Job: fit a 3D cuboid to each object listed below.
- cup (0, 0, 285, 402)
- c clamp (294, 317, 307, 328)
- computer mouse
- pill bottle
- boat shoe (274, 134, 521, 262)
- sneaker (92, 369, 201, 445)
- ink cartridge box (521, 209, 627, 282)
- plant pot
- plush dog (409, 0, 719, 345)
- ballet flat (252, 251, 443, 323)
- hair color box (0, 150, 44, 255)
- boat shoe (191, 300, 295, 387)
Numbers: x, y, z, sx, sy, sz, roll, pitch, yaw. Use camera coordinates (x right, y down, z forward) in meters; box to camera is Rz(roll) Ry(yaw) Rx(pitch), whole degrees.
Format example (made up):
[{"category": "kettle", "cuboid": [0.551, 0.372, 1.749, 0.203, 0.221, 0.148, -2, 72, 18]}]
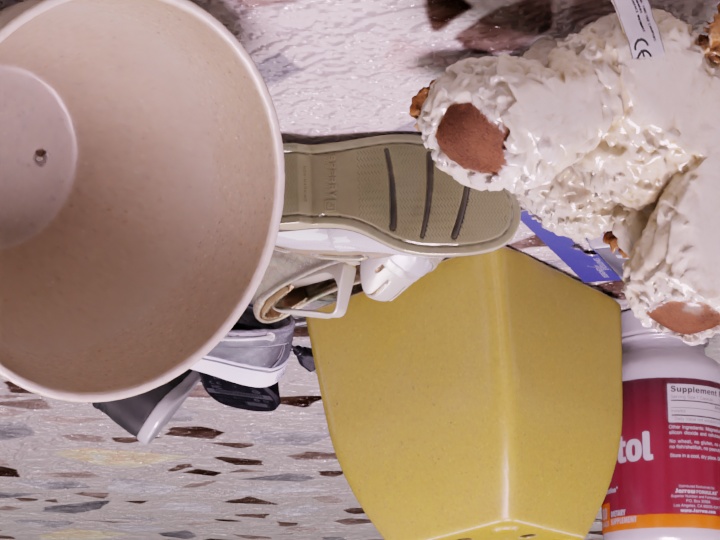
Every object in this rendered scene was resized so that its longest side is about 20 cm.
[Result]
[{"category": "cup", "cuboid": [-0.159, -0.049, 0.794, 0.199, 0.203, 0.143, 16, 180, -42]}, {"category": "c clamp", "cuboid": [0.045, 0.054, 1.360, 0.169, 0.027, 0.200, -9, 160, 12]}, {"category": "computer mouse", "cuboid": [-0.088, 0.075, 1.383, 0.139, 0.047, 0.200, 3, 156, 17]}, {"category": "pill bottle", "cuboid": [0.258, 0.139, 1.322, 0.111, 0.203, 0.113, 0, 163, 0]}, {"category": "boat shoe", "cuboid": [0.000, -0.043, 0.974, 0.197, 0.076, 0.068, 7, 169, 2]}, {"category": "sneaker", "cuboid": [-0.205, 0.096, 1.439, 0.099, 0.071, 0.200, 37, -173, 0]}, {"category": "ink cartridge box", "cuboid": [0.232, -0.010, 1.113, 0.198, 0.048, 0.197, -10, 161, 22]}, {"category": "plant pot", "cuboid": [0.092, 0.122, 1.232, 0.193, 0.202, 0.195, -21, 152, 34]}, {"category": "plush dog", "cuboid": [0.124, -0.072, 0.814, 0.199, 0.161, 0.172, 35, 168, -14]}, {"category": "ballet flat", "cuboid": [0.000, 0.000, 1.114, 0.199, 0.063, 0.067, -14, 158, 38]}, {"category": "hair color box", "cuboid": [-0.193, -0.041, 0.919, 0.199, 0.100, 0.060, 15, 158, -40]}, {"category": "boat shoe", "cuboid": [-0.150, 0.036, 1.235, 0.198, 0.072, 0.068, 15, 128, -2]}]
